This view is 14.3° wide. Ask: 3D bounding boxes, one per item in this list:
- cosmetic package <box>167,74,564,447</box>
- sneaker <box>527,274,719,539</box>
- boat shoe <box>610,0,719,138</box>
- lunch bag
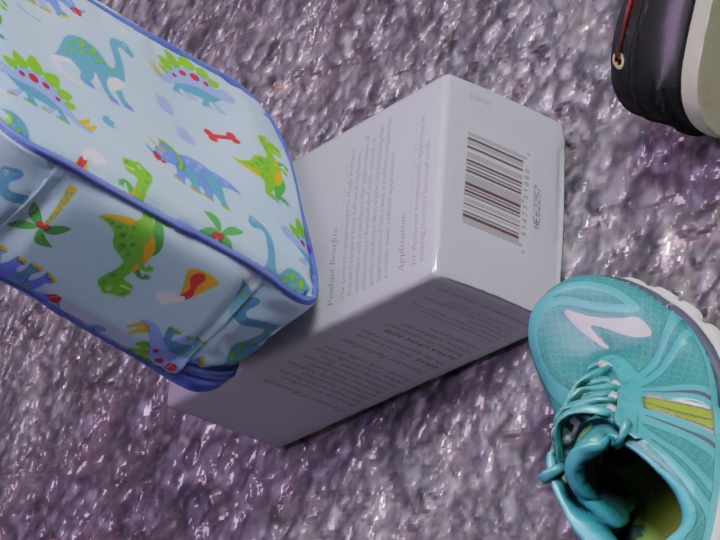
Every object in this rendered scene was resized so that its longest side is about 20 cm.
[{"bbox_3d":[0.000,0.000,1.292,0.200,0.074,0.102,-27,49,48],"label":"cosmetic package"},{"bbox_3d":[0.105,0.065,1.092,0.078,0.079,0.200,-52,35,22],"label":"sneaker"},{"bbox_3d":[0.154,-0.154,1.160,0.063,0.073,0.202,18,90,49],"label":"boat shoe"},{"bbox_3d":[-0.114,-0.049,1.237,0.082,0.200,0.161,-42,40,24],"label":"lunch bag"}]
